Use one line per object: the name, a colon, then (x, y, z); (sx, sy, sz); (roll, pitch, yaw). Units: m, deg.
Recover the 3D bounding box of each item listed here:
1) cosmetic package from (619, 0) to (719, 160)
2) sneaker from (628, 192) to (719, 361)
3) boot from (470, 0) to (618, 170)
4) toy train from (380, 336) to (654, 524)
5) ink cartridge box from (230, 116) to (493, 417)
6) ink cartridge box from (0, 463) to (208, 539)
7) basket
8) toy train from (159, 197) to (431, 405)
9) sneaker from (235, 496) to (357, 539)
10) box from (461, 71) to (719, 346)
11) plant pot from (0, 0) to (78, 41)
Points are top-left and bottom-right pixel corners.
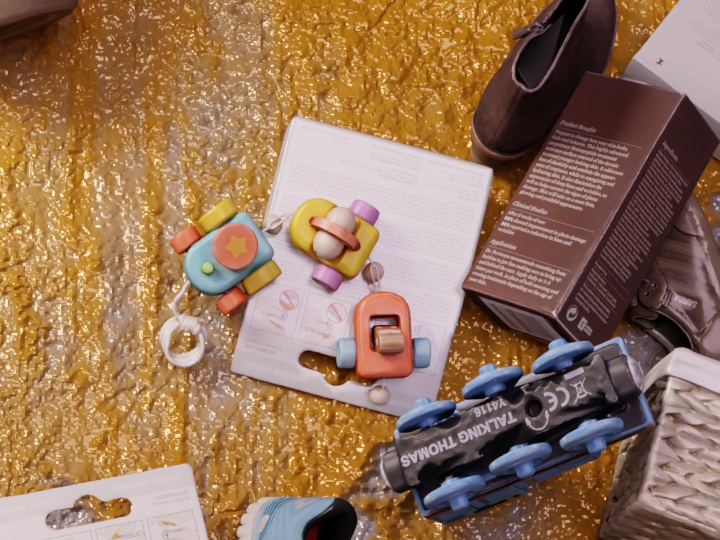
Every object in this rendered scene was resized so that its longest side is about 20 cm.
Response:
cosmetic package: (0.330, -0.150, 1.803); (0.200, 0.052, 0.151); (38, 65, 5)
sneaker: (0.232, 0.002, 1.714); (0.075, 0.070, 0.201); (-19, 70, -13)
boot: (0.157, -0.172, 1.715); (0.072, 0.166, 0.200); (34, 67, 3)
toy train: (0.113, 0.112, 1.593); (0.199, 0.114, 0.087); (-24, 72, 13)
ink cartridge box: (0.000, 0.000, 1.697); (0.159, 0.047, 0.201); (15, 83, -5)
ink cartridge box: (-0.175, 0.247, 1.560); (0.161, 0.050, 0.201); (-10, 66, -14)
basket: (0.285, 0.160, 1.629); (0.199, 0.136, 0.124); (20, 69, -1)
toy train: (-0.044, 0.018, 1.637); (0.199, 0.056, 0.151); (4, 83, -7)
sneaker: (-0.048, 0.231, 1.529); (0.078, 0.090, 0.201); (44, 41, -36)
box: (0.172, -0.043, 1.680); (0.100, 0.075, 0.200); (19, 74, 44)
plant pot: (-0.291, -0.259, 1.672); (0.199, 0.200, 0.175); (-19, 93, -17)
